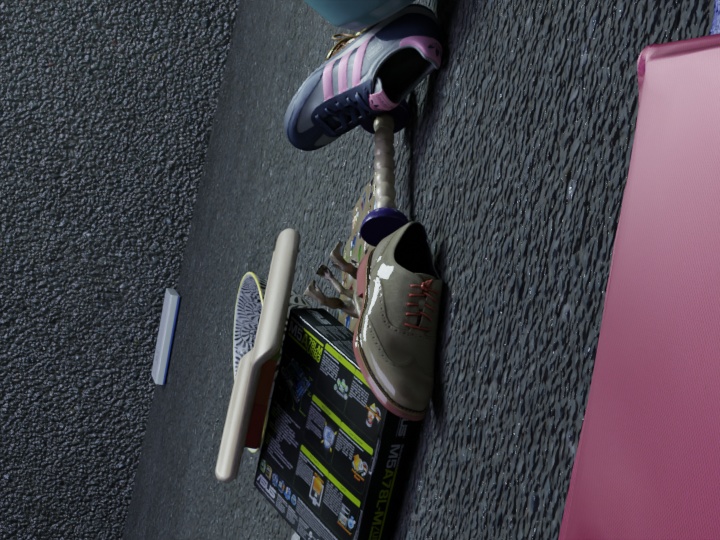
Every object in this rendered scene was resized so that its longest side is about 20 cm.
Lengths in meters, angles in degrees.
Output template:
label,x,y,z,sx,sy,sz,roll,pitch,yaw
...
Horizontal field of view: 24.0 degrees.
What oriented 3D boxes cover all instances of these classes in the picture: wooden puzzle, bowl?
label,x,y,z,sx,sy,sz,roll,pitch,yaw
wooden puzzle,-0.096,0.087,1.695,0.186,0.037,0.201,-82,9,-48
bowl,-0.081,0.103,1.913,0.201,0.093,0.203,180,90,-75
bowl,0.017,-0.311,1.667,0.106,0.200,0.201,58,177,-13

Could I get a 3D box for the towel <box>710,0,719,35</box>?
label,x,y,z,sx,sy,sz,roll,pitch,yaw
towel,0.215,-0.178,0.848,0.148,0.049,0.202,-172,92,-78

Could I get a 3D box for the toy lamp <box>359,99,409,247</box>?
label,x,y,z,sx,sy,sz,roll,pitch,yaw
toy lamp,0.023,-0.116,1.716,0.058,0.058,0.202,114,163,-50

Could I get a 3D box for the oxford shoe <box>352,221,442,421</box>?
label,x,y,z,sx,sy,sz,roll,pitch,yaw
oxford shoe,0.038,0.039,1.492,0.075,0.070,0.201,-51,34,37

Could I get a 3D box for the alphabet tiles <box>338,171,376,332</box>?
label,x,y,z,sx,sy,sz,roll,pitch,yaw
alphabet tiles,0.000,0.000,1.858,0.167,0.006,0.202,122,155,-61

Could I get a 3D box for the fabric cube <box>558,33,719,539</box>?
label,x,y,z,sx,sy,sz,roll,pitch,yaw
fabric cube,0.180,0.042,0.462,0.199,0.198,0.199,-158,77,-79

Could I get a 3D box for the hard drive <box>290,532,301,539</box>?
label,x,y,z,sx,sy,sz,roll,pitch,yaw
hard drive,-0.075,0.381,1.832,0.201,0.037,0.141,112,164,-49

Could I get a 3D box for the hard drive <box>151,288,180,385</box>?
label,x,y,z,sx,sy,sz,roll,pitch,yaw
hard drive,-0.440,0.148,3.831,0.132,0.025,0.202,-150,70,-78

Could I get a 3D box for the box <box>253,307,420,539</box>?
label,x,y,z,sx,sy,sz,roll,pitch,yaw
box,-0.025,0.161,1.588,0.200,0.047,0.195,37,117,53

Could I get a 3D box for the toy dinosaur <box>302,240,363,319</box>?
label,x,y,z,sx,sy,sz,roll,pitch,yaw
toy dinosaur,0.003,0.027,1.574,0.058,0.101,0.200,-54,4,17

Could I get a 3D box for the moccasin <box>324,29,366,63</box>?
label,x,y,z,sx,sy,sz,roll,pitch,yaw
moccasin,-0.005,-0.241,1.943,0.201,0.073,0.079,115,156,-83

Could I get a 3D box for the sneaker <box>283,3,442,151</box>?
label,x,y,z,sx,sy,sz,roll,pitch,yaw
sneaker,0.001,-0.177,1.682,0.200,0.070,0.082,-42,36,22
